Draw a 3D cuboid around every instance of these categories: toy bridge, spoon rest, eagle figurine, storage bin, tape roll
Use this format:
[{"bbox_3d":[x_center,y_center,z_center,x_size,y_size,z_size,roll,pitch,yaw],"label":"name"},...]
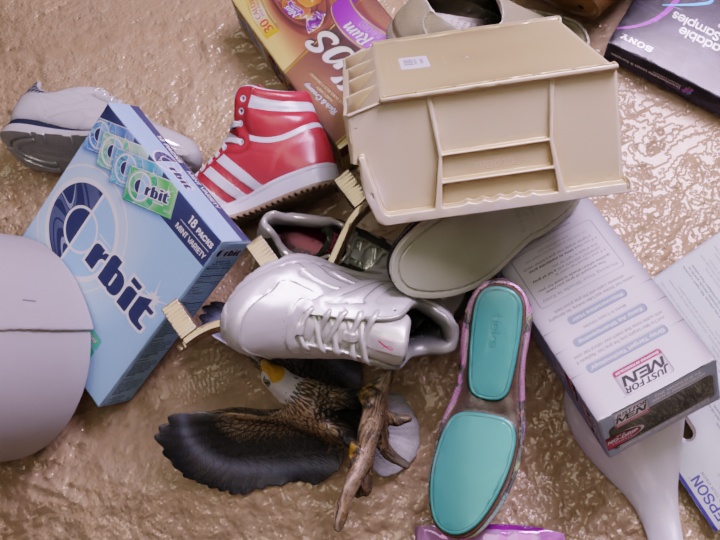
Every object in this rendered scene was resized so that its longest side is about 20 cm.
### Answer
[{"bbox_3d":[-0.068,0.004,0.794,0.199,0.027,0.067,-38,77,-6],"label":"toy bridge"},{"bbox_3d":[0.222,0.155,0.782,0.098,0.060,0.203,-20,64,25],"label":"spoon rest"},{"bbox_3d":[-0.057,0.111,0.815,0.198,0.153,0.151,6,26,39],"label":"eagle figurine"},{"bbox_3d":[0.088,-0.124,0.765,0.195,0.201,0.095,-8,114,3],"label":"storage bin"},{"bbox_3d":[-0.347,0.064,0.814,0.200,0.139,0.206,-2,85,24],"label":"tape roll"}]

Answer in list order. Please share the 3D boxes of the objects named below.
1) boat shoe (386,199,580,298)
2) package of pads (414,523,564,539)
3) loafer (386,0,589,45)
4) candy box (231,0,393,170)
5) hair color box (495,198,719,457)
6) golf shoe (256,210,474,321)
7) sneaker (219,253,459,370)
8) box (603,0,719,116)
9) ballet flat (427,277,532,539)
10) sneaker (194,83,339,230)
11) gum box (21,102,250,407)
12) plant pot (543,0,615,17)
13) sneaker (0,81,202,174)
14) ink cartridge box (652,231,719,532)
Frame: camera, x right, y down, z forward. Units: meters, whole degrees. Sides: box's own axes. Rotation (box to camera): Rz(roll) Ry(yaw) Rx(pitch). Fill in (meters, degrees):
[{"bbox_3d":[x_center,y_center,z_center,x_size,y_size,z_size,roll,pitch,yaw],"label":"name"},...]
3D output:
[{"bbox_3d":[0.091,-0.042,0.788,0.198,0.075,0.066,-34,29,-23],"label":"boat shoe"},{"bbox_3d":[0.097,0.299,0.745,0.118,0.076,0.203,1,73,8],"label":"package of pads"},{"bbox_3d":[0.124,-0.212,0.877,0.197,0.068,0.077,1,61,-15],"label":"loafer"},{"bbox_3d":[-0.024,-0.209,0.929,0.116,0.057,0.201,-33,70,-4],"label":"candy box"},{"bbox_3d":[0.188,0.037,0.781,0.098,0.061,0.201,-27,47,1],"label":"hair color box"},{"bbox_3d":[0.000,0.000,0.846,0.197,0.088,0.078,14,73,10],"label":"golf shoe"},{"bbox_3d":[-0.007,0.037,0.743,0.197,0.099,0.079,-5,113,-29],"label":"sneaker"},{"bbox_3d":[0.337,-0.251,0.904,0.142,0.036,0.201,30,80,15],"label":"box"},{"bbox_3d":[0.100,0.108,0.765,0.068,0.071,0.203,8,83,16],"label":"ballet flat"},{"bbox_3d":[-0.121,-0.097,0.884,0.197,0.071,0.114,-17,82,11],"label":"sneaker"},{"bbox_3d":[-0.212,-0.013,0.854,0.170,0.044,0.200,48,112,18],"label":"gum box"},{"bbox_3d":[0.224,-0.345,0.887,0.185,0.186,0.202,30,92,15],"label":"plant pot"},{"bbox_3d":[-0.242,-0.136,0.931,0.197,0.077,0.081,12,56,6],"label":"sneaker"},{"bbox_3d":[0.317,0.074,0.793,0.199,0.043,0.198,-37,70,17],"label":"ink cartridge box"}]
